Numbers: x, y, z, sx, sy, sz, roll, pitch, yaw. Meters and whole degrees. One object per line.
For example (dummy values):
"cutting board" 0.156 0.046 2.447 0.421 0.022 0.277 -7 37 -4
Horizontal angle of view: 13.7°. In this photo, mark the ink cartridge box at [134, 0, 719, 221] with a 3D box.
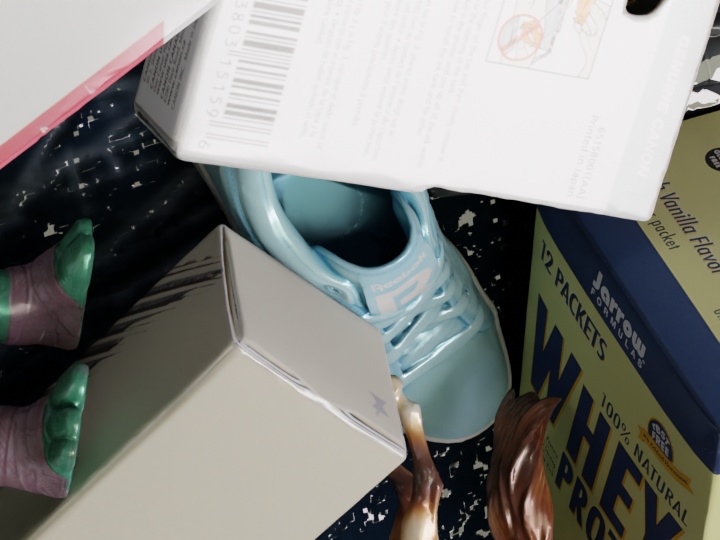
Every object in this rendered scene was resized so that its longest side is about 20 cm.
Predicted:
"ink cartridge box" 0.037 -0.123 0.939 0.173 0.044 0.201 7 110 -27

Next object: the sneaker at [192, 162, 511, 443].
"sneaker" 0.000 0.000 1.041 0.074 0.082 0.200 -40 123 -1

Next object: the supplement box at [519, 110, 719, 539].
"supplement box" 0.172 0.049 1.078 0.199 0.135 0.200 -17 139 -17

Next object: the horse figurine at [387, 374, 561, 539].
"horse figurine" -0.008 0.115 1.067 0.199 0.050 0.133 -25 92 21

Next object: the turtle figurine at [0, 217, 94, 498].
"turtle figurine" -0.187 0.018 0.957 0.199 0.101 0.151 7 67 -11

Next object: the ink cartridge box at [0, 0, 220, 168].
"ink cartridge box" -0.108 -0.123 0.863 0.145 0.200 0.084 -39 120 -3

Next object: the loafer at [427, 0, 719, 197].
"loafer" 0.109 -0.073 1.069 0.200 0.068 0.071 -14 131 -16

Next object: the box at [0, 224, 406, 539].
"box" -0.082 0.083 1.015 0.082 0.069 0.200 35 115 -30
